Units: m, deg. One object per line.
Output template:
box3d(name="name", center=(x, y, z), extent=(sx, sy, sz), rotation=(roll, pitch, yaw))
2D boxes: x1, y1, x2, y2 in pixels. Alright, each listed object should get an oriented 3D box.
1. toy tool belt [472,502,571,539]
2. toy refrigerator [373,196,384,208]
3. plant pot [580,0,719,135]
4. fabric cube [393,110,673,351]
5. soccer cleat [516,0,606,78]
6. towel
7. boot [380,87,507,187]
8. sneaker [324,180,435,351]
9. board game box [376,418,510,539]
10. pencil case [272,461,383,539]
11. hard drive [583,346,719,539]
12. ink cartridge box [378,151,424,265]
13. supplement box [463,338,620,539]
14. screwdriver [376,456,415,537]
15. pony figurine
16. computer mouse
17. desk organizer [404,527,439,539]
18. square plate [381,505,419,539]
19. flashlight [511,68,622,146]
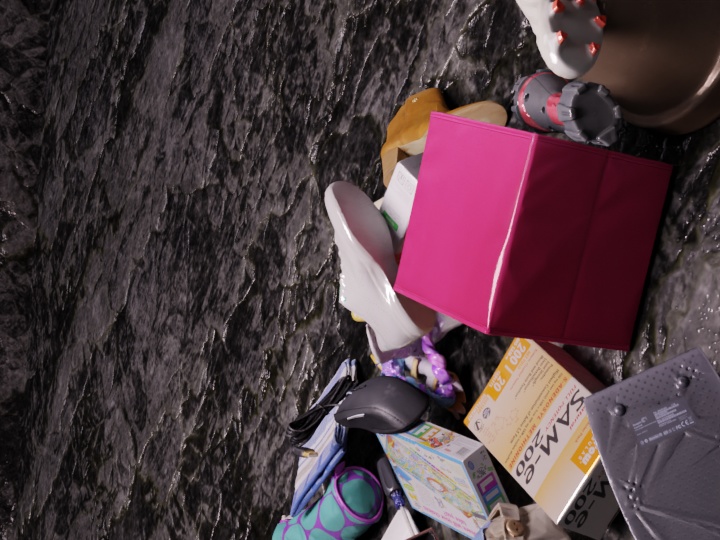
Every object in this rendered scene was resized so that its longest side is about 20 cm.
box3d(name="toy tool belt", center=(0.137, 0.331, 1.310), extent=(0.125, 0.122, 0.201), rotation=(60, 146, 33))
box3d(name="toy refrigerator", center=(0.084, -0.070, 1.604), extent=(0.199, 0.075, 0.071), rotation=(-27, 58, 53))
box3d(name="plant pot", center=(0.272, -0.250, 1.245), extent=(0.200, 0.173, 0.203), rotation=(-27, 58, 54))
box3d(name="fabric cube", center=(0.180, -0.043, 1.317), extent=(0.196, 0.198, 0.202), rotation=(23, 103, 58))
box3d(name="soccer cleat", center=(0.181, -0.248, 1.168), extent=(0.078, 0.069, 0.202), rotation=(131, 146, -48))
box3d(name="towel", center=(-0.052, 0.226, 1.715), extent=(0.147, 0.024, 0.201), rotation=(-56, 13, 29))
box3d(name="boot", center=(0.104, -0.198, 1.620), extent=(0.200, 0.071, 0.145), rotation=(-31, 33, 30))
box3d(name="sneaker", center=(0.000, 0.000, 1.411), extent=(0.088, 0.075, 0.202), rotation=(-33, 82, 38))
box3d(name="board game box", center=(0.099, 0.242, 1.453), extent=(0.199, 0.034, 0.136), rotation=(13, 132, 59))
box3d(name="pencil case", center=(-0.048, 0.342, 1.696), extent=(0.093, 0.085, 0.200), rotation=(53, 133, 11))
box3d(name="hard drive", center=(0.297, 0.185, 1.137), extent=(0.134, 0.042, 0.202), rotation=(-26, 60, 12))
box3d(name="ink cartridge box", center=(0.068, -0.055, 1.464), extent=(0.050, 0.108, 0.201), rotation=(47, 139, 25))
box3d(name="supplement box", center=(0.208, 0.168, 1.306), extent=(0.127, 0.073, 0.200), rotation=(-59, 34, 10))
box3d(name="screwdriver", center=(0.054, 0.304, 1.541), extent=(0.028, 0.029, 0.201), rotation=(-36, 34, 9))
box3d(name="pony figurine", center=(0.064, 0.073, 1.553), extent=(0.200, 0.165, 0.195), rotation=(36, 144, 53))
box3d(name="computer mouse", center=(-0.015, 0.173, 1.503), extent=(0.140, 0.046, 0.199), rotation=(-43, 23, -25))
box3d(name="desk organizer", center=(0.083, 0.402, 1.417), extent=(0.077, 0.071, 0.201), rotation=(-45, 61, 32))
box3d(name="square plate", center=(0.056, 0.433, 1.551), extent=(0.201, 0.028, 0.199), rotation=(-64, 33, 26))
box3d(name="flashlight", center=(0.201, -0.165, 1.232), extent=(0.200, 0.067, 0.069), rotation=(-121, 40, -80))
